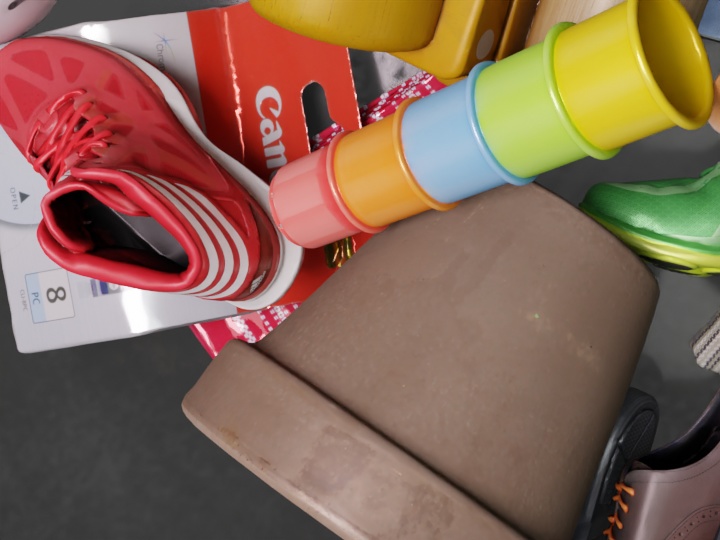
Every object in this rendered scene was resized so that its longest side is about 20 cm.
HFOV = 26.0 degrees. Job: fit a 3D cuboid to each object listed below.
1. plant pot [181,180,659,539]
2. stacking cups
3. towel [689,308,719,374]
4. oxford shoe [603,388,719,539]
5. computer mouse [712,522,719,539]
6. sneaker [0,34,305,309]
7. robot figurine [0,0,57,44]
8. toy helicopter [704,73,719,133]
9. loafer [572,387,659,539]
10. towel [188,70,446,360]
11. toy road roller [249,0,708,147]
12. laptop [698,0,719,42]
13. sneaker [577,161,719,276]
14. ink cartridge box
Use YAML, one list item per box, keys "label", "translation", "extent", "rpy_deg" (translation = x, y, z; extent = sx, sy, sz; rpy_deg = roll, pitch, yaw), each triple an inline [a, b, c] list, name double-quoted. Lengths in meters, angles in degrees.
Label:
- label: "plant pot"
  translation: [0.044, 0.048, 0.717]
  extent: [0.200, 0.200, 0.175]
  rpy_deg: [34, 86, 5]
- label: "stacking cups"
  translation: [0.046, -0.051, 0.649]
  extent: [0.199, 0.060, 0.061]
  rpy_deg: [-23, 97, 36]
- label: "towel"
  translation: [0.279, 0.030, 0.689]
  extent: [0.199, 0.035, 0.193]
  rpy_deg: [31, 125, -14]
- label: "oxford shoe"
  translation: [0.138, 0.132, 0.762]
  extent: [0.200, 0.071, 0.073]
  rpy_deg: [-45, 100, -6]
- label: "computer mouse"
  translation: [0.171, 0.161, 0.696]
  extent: [0.058, 0.034, 0.201]
  rpy_deg: [22, 71, 15]
- label: "sneaker"
  translation: [-0.123, -0.056, 0.715]
  extent: [0.199, 0.115, 0.079]
  rpy_deg: [33, 102, 23]
- label: "robot figurine"
  translation: [-0.238, -0.184, 0.782]
  extent: [0.198, 0.125, 0.151]
  rpy_deg: [17, 110, 11]
- label: "toy helicopter"
  translation: [0.178, -0.072, 0.636]
  extent: [0.078, 0.132, 0.202]
  rpy_deg: [11, 91, 15]
- label: "loafer"
  translation: [0.092, 0.144, 0.810]
  extent: [0.063, 0.072, 0.201]
  rpy_deg: [27, 105, 31]
- label: "towel"
  translation: [0.000, 0.000, 0.815]
  extent: [0.199, 0.022, 0.145]
  rpy_deg: [-30, 95, 19]
- label: "toy road roller"
  translation: [0.042, -0.136, 0.681]
  extent: [0.199, 0.146, 0.124]
  rpy_deg: [29, 119, 26]
- label: "laptop"
  translation: [0.198, -0.190, 0.671]
  extent: [0.186, 0.200, 0.117]
  rpy_deg: [17, 73, 10]
- label: "sneaker"
  translation: [0.201, -0.039, 0.733]
  extent: [0.198, 0.074, 0.084]
  rpy_deg: [-3, 87, 11]
- label: "ink cartridge box"
  translation: [-0.096, -0.051, 0.797]
  extent: [0.198, 0.047, 0.162]
  rpy_deg: [-10, 90, 22]
